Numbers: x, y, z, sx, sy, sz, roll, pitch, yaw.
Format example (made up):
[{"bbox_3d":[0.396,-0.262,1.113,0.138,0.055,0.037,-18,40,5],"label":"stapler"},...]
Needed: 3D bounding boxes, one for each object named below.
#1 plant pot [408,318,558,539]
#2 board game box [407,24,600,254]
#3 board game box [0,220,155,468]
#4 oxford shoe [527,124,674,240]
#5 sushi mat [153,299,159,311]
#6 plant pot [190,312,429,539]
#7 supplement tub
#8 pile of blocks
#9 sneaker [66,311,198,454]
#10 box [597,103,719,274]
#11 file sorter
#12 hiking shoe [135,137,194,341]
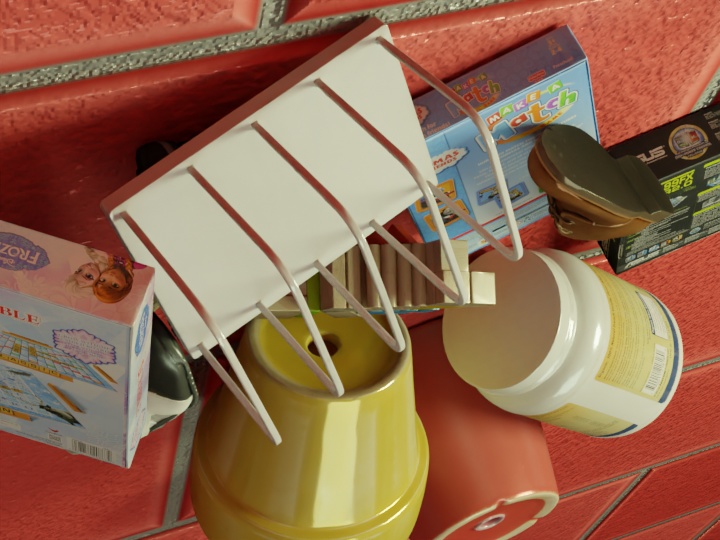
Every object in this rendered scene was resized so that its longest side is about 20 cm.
[{"bbox_3d":[0.089,0.165,1.285,0.199,0.178,0.201,-19,154,-10],"label":"plant pot"},{"bbox_3d":[0.098,-0.081,0.978,0.150,0.037,0.200,-26,156,3],"label":"board game box"},{"bbox_3d":[-0.222,0.034,0.797,0.198,0.041,0.200,17,148,-1],"label":"board game box"},{"bbox_3d":[0.162,-0.051,0.973,0.071,0.072,0.200,-34,156,22],"label":"oxford shoe"},{"bbox_3d":[-0.227,0.062,1.003,0.200,0.012,0.095,-39,150,30],"label":"sushi mat"},{"bbox_3d":[-0.036,0.118,1.091,0.199,0.201,0.190,-13,137,-22],"label":"plant pot"},{"bbox_3d":[0.178,0.063,1.189,0.144,0.145,0.199,-37,144,27],"label":"supplement tub"},{"bbox_3d":[0.000,0.000,1.001,0.198,0.063,0.082,-2,173,7],"label":"pile of blocks"},{"bbox_3d":[-0.179,0.096,0.998,0.088,0.074,0.200,-29,167,-28],"label":"sneaker"},{"bbox_3d":[0.299,-0.082,1.143,0.199,0.045,0.160,-23,154,-3],"label":"box"},{"bbox_3d":[-0.019,-0.020,0.796,0.199,0.124,0.139,-36,138,-12],"label":"file sorter"},{"bbox_3d":[-0.095,-0.016,0.892,0.086,0.075,0.200,-16,154,-15],"label":"hiking shoe"}]
